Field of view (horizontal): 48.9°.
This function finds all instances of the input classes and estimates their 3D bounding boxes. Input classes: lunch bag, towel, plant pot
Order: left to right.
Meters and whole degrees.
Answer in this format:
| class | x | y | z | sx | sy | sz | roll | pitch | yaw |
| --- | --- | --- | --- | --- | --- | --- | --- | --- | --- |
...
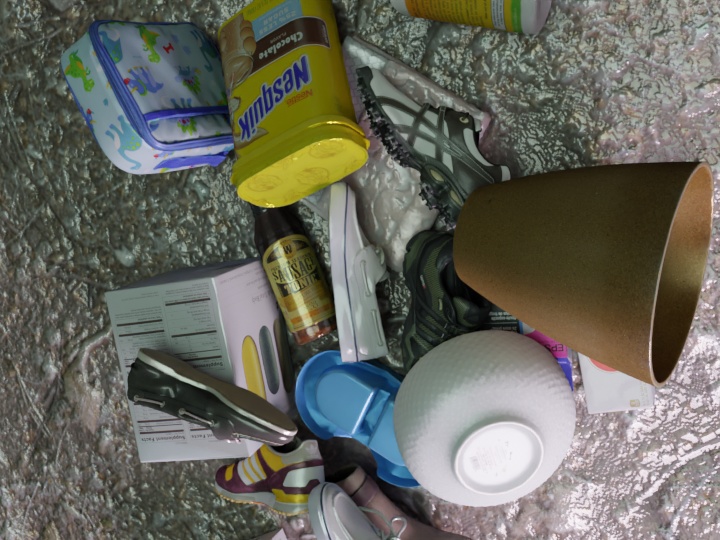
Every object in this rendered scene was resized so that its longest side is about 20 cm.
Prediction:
| class | x | y | z | sx | sy | sz | roll | pitch | yaw |
| --- | --- | --- | --- | --- | --- | --- | --- | --- | --- |
| lunch bag | -0.216 | -0.191 | 0.880 | 0.082 | 0.199 | 0.163 | -28 | 87 | 30 |
| towel | 0.020 | -0.131 | 0.889 | 0.190 | 0.032 | 0.202 | 34 | 111 | 13 |
| plant pot | 0.191 | -0.015 | 0.710 | 0.198 | 0.185 | 0.190 | 14 | 105 | 34 |

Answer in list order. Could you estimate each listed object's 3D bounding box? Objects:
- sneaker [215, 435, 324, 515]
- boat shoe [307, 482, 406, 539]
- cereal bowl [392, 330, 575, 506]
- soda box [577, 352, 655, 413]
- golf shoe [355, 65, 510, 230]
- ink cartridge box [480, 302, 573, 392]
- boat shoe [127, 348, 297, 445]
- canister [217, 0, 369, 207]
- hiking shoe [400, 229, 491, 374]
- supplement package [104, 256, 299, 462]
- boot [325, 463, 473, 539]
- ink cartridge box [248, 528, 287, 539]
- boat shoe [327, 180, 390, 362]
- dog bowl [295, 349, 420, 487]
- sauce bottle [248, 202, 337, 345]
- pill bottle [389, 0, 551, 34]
| class | x | y | z | sx | sy | sz | roll | pitch | yaw |
| --- | --- | --- | --- | --- | --- | --- | --- | --- | --- |
| sneaker | -0.110 | 0.238 | 0.969 | 0.198 | 0.074 | 0.092 | -5 | 82 | 46 |
| boat shoe | 0.024 | 0.312 | 0.864 | 0.085 | 0.075 | 0.204 | -28 | 94 | 30 |
| cereal bowl | 0.134 | 0.168 | 0.820 | 0.196 | 0.084 | 0.203 | -4 | 118 | -7 |
| soda box | 0.252 | 0.039 | 0.809 | 0.067 | 0.064 | 0.203 | -9 | 97 | 23 |
| golf shoe | 0.073 | -0.142 | 0.820 | 0.094 | 0.078 | 0.201 | -36 | 84 | -2 |
| ink cartridge box | 0.175 | 0.038 | 0.857 | 0.093 | 0.037 | 0.204 | -4 | 100 | 21 |
| boat shoe | -0.157 | 0.144 | 0.825 | 0.198 | 0.067 | 0.058 | 23 | 95 | 18 |
| canister | -0.079 | -0.191 | 0.850 | 0.147 | 0.086 | 0.203 | -23 | 67 | 28 |
| hiking shoe | 0.094 | 0.058 | 0.847 | 0.100 | 0.075 | 0.204 | 4 | 102 | 63 |
| supplement package | -0.181 | 0.101 | 0.942 | 0.148 | 0.152 | 0.204 | -8 | 97 | 20 |
| boot | 0.026 | 0.293 | 0.931 | 0.198 | 0.070 | 0.148 | -23 | 103 | 33 |
| ink cartridge box | -0.136 | 0.417 | 1.028 | 0.198 | 0.068 | 0.117 | -26 | 90 | 24 |
| boat shoe | 0.000 | 0.000 | 0.880 | 0.064 | 0.074 | 0.204 | -5 | 103 | -1 |
| dog bowl | 0.019 | 0.167 | 0.932 | 0.198 | 0.049 | 0.113 | 30 | 109 | 15 |
| sauce bottle | -0.087 | -0.015 | 0.933 | 0.065 | 0.066 | 0.202 | -24 | 92 | 23 |
| pill bottle | 0.090 | -0.305 | 0.785 | 0.197 | 0.111 | 0.113 | 14 | 105 | 18 |
